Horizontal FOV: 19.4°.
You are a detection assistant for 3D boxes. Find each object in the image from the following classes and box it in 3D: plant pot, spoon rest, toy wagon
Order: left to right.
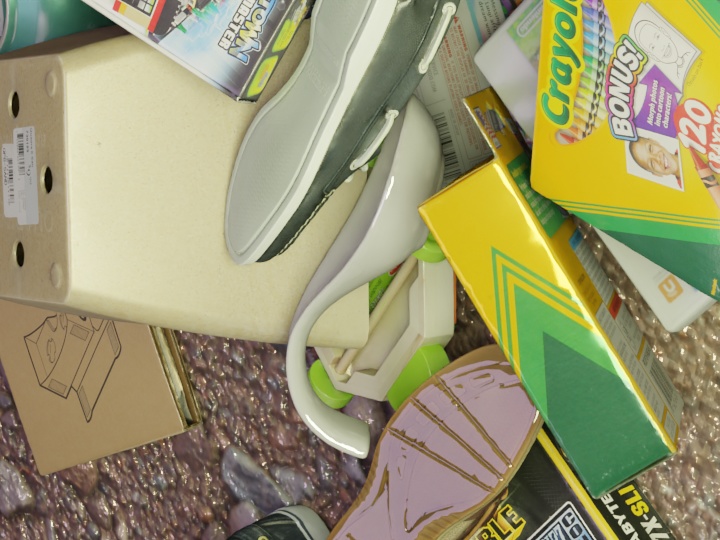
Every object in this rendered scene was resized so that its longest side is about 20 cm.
[{"bbox_3d":[-0.122,-0.056,1.230,0.199,0.176,0.202,5,97,58],"label":"plant pot"},{"bbox_3d":[0.000,0.000,1.145,0.099,0.060,0.202,-92,15,-73],"label":"spoon rest"},{"bbox_3d":[0.008,0.015,1.239,0.201,0.039,0.156,61,140,27],"label":"toy wagon"}]

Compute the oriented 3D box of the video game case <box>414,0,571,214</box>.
[{"bbox_3d":[0.088,-0.128,1.138,0.181,0.024,0.202,-15,91,49],"label":"video game case"}]

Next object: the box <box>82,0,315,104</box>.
[{"bbox_3d":[-0.053,-0.201,1.098,0.110,0.035,0.201,32,100,11],"label":"box"}]

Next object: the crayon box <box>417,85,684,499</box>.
[{"bbox_3d":[0.092,0.007,1.076,0.051,0.126,0.201,-30,91,13],"label":"crayon box"}]

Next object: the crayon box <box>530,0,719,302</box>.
[{"bbox_3d":[0.144,-0.096,0.956,0.118,0.058,0.201,33,145,28],"label":"crayon box"}]

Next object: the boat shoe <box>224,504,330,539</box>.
[{"bbox_3d":[-0.030,0.250,1.347,0.201,0.090,0.071,56,136,18],"label":"boat shoe"}]

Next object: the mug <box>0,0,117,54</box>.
[{"bbox_3d":[-0.202,-0.198,1.360,0.152,0.114,0.186,51,135,22],"label":"mug"}]

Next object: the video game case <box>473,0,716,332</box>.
[{"bbox_3d":[0.167,-0.098,1.036,0.200,0.022,0.183,-45,73,36],"label":"video game case"}]

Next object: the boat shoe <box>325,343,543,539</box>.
[{"bbox_3d":[0.045,0.117,1.165,0.072,0.072,0.201,39,114,16],"label":"boat shoe"}]

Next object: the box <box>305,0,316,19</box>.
[{"bbox_3d":[-0.027,-0.201,1.125,0.198,0.032,0.122,-18,88,14],"label":"box"}]

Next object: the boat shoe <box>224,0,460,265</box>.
[{"bbox_3d":[-0.010,-0.081,1.107,0.201,0.060,0.076,-58,39,32],"label":"boat shoe"}]

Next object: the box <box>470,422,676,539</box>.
[{"bbox_3d":[0.086,0.165,1.226,0.160,0.049,0.200,54,136,17],"label":"box"}]

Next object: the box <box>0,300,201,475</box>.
[{"bbox_3d":[-0.200,0.053,1.516,0.199,0.021,0.165,-20,88,49],"label":"box"}]
